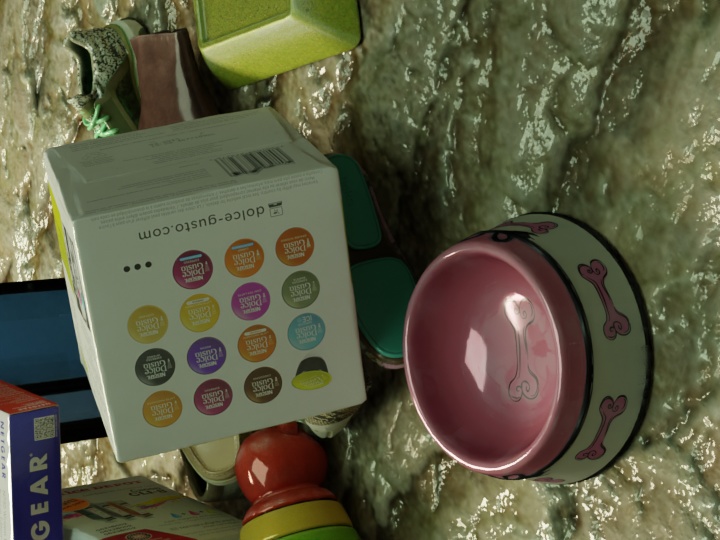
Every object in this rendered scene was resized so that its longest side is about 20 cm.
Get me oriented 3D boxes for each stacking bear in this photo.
[{"bbox_3d":[-0.050,0.225,1.368,0.121,0.113,0.200,-39,60,45],"label":"stacking bear"}]

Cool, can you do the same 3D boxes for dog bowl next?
[{"bbox_3d":[0.110,0.059,1.179,0.200,0.074,0.201,7,99,51],"label":"dog bowl"}]

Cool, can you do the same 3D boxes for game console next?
[{"bbox_3d":[-0.276,0.082,1.548,0.176,0.200,0.117,16,107,49],"label":"game console"}]

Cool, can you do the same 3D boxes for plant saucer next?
[{"bbox_3d":[-0.089,-0.271,1.406,0.200,0.048,0.200,-9,86,51],"label":"plant saucer"}]

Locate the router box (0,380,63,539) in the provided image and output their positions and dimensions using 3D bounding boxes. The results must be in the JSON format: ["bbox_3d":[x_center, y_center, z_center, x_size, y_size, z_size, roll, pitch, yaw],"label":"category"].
[{"bbox_3d":[-0.324,0.198,1.428,0.179,0.049,0.201,14,107,49],"label":"router box"}]

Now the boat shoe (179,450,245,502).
[{"bbox_3d":[-0.154,0.119,1.510,0.072,0.065,0.200,-40,64,45],"label":"boat shoe"}]

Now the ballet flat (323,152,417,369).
[{"bbox_3d":[0.000,0.000,1.321,0.071,0.069,0.200,115,139,-56],"label":"ballet flat"}]

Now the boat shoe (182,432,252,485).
[{"bbox_3d":[-0.150,0.092,1.450,0.074,0.069,0.200,-22,71,3],"label":"boat shoe"}]

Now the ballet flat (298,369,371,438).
[{"bbox_3d":[-0.047,0.101,1.391,0.200,0.068,0.075,21,131,54],"label":"ballet flat"}]

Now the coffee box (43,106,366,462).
[{"bbox_3d":[-0.125,0.004,1.283,0.200,0.199,0.198,-133,34,-64],"label":"coffee box"}]

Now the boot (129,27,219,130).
[{"bbox_3d":[-0.149,-0.130,1.457,0.200,0.072,0.167,14,118,57],"label":"boot"}]

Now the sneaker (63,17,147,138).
[{"bbox_3d":[-0.243,-0.146,1.572,0.077,0.088,0.201,-27,73,48],"label":"sneaker"}]

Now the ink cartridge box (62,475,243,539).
[{"bbox_3d":[-0.203,0.280,1.450,0.200,0.145,0.145,11,102,49],"label":"ink cartridge box"}]
